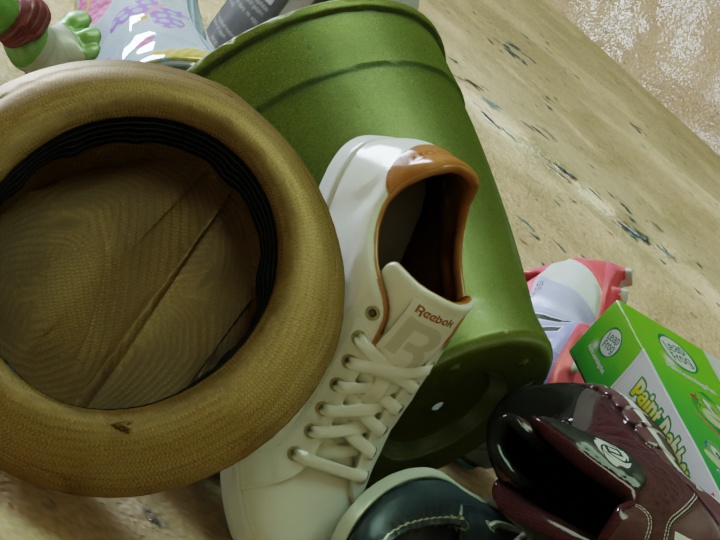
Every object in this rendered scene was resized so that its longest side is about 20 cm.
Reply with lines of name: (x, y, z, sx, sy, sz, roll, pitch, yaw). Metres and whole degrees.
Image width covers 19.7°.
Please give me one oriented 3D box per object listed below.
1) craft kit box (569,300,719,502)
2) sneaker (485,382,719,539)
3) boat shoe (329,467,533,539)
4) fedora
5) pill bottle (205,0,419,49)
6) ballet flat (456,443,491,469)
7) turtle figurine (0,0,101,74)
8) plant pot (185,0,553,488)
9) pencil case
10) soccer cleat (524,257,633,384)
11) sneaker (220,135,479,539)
craft kit box: (0.212, 0.125, 1.028, 0.199, 0.049, 0.198, 29, 21, -31)
sneaker: (0.089, 0.083, 0.936, 0.115, 0.076, 0.200, 31, 2, -31)
boat shoe: (0.047, 0.143, 0.957, 0.062, 0.075, 0.200, 34, 2, 29)
fedora: (-0.105, 0.010, 0.868, 0.199, 0.082, 0.202, 7, 65, -16)
pill bottle: (-0.031, -0.179, 1.442, 0.113, 0.200, 0.113, 36, 15, -12)
ballet flat: (0.016, 0.034, 1.202, 0.200, 0.064, 0.067, 39, 15, -1)
turtle figurine: (-0.210, -0.195, 1.127, 0.194, 0.143, 0.202, 48, 42, -64)
plant pot: (0.000, 0.000, 1.070, 0.200, 0.200, 0.194, 15, 39, -56)
pencil case: (-0.129, -0.132, 1.289, 0.083, 0.091, 0.200, 31, 16, -27)
soccer cleat: (0.111, 0.045, 1.208, 0.076, 0.067, 0.200, 1, 22, 17)
sneaker: (-0.002, 0.038, 0.893, 0.072, 0.202, 0.084, 19, -5, -34)
